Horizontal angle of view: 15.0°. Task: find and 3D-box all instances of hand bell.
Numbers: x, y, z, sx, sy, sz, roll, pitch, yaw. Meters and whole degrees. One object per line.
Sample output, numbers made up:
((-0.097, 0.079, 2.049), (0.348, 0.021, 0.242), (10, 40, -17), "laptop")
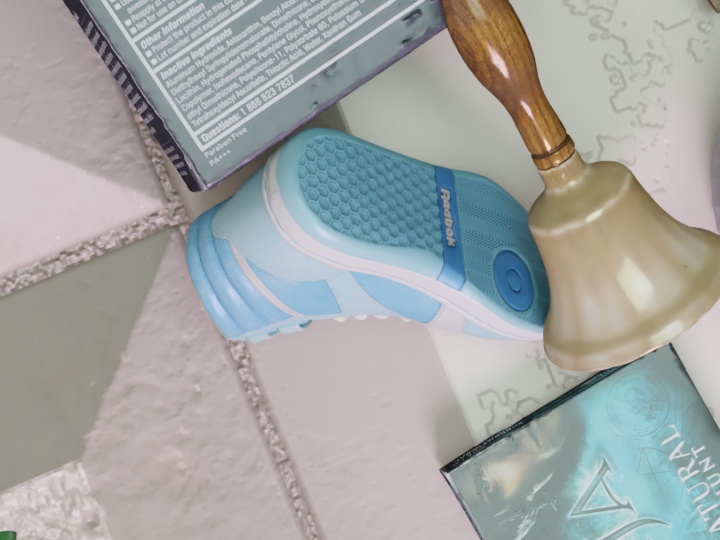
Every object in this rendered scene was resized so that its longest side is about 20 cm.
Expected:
((0.086, -0.061, 1.287), (0.104, 0.104, 0.200), (-34, 114, -3), "hand bell")

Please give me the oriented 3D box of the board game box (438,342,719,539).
((0.146, 0.154, 1.395), (0.135, 0.028, 0.201), (-30, 94, -4), "board game box")

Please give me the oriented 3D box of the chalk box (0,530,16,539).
((-0.263, 0.154, 1.314), (0.199, 0.124, 0.124), (-22, 93, -5), "chalk box")

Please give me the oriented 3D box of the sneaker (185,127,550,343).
((0.000, 0.000, 1.363), (0.200, 0.130, 0.080), (25, 52, -36), "sneaker")

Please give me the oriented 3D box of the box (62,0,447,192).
((-0.052, -0.174, 1.323), (0.200, 0.123, 0.199), (-34, 95, -5), "box")

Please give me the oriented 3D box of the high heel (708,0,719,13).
((0.173, -0.232, 1.364), (0.096, 0.067, 0.200), (-30, 99, 6), "high heel")

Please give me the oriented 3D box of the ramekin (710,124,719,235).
((0.270, -0.044, 1.367), (0.199, 0.098, 0.202), (0, 91, -5), "ramekin")
